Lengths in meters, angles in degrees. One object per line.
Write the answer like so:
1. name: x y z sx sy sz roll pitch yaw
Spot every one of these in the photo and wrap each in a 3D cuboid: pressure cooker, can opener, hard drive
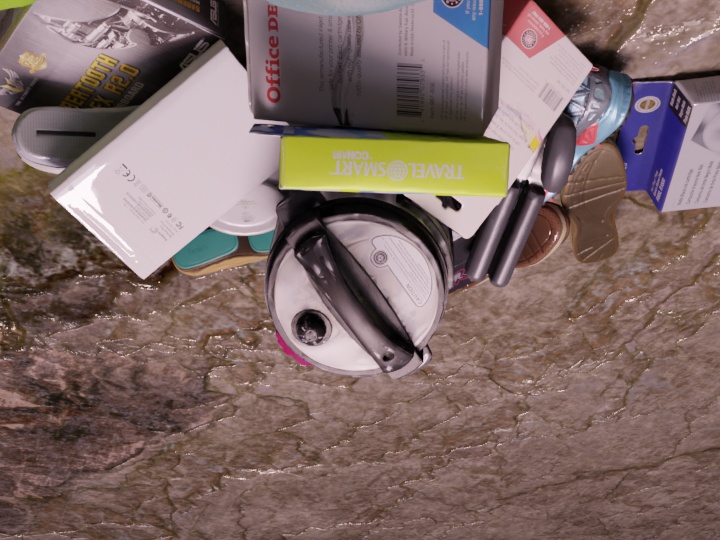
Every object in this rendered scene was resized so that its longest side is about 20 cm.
1. pressure cooker: -0.002 0.002 1.016 0.175 0.200 0.180 13 113 -3
2. can opener: 0.159 -0.065 1.070 0.053 0.067 0.201 14 117 -11
3. hard drive: -0.163 -0.097 0.981 0.200 0.027 0.132 -39 130 3

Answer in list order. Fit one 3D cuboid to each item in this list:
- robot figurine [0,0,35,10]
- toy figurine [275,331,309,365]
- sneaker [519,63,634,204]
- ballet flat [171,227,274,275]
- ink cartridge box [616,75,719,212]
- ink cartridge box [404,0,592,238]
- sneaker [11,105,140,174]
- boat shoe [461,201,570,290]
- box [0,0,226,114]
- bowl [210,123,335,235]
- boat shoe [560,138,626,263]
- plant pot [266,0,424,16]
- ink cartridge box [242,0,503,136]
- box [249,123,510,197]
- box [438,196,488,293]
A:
1. robot figurine: -0.318 -0.251 0.822 0.198 0.116 0.176 -8 148 7
2. toy figurine: -0.030 0.053 1.384 0.199 0.151 0.184 -15 172 -30
3. sneaker: 0.185 -0.145 1.109 0.095 0.080 0.200 21 134 -20
4. ballet flat: -0.126 -0.041 1.257 0.199 0.069 0.063 -12 171 22
5. ink cartridge box: 0.378 -0.134 1.162 0.198 0.041 0.200 -5 149 3
6. ink cartridge box: 0.109 -0.142 0.992 0.116 0.067 0.201 31 95 -43
7. sneaker: -0.226 -0.121 1.017 0.199 0.074 0.071 6 176 -23
8. boat shoe: 0.179 -0.039 1.262 0.075 0.075 0.202 -23 179 -36
9. box: -0.239 -0.201 0.980 0.158 0.049 0.200 19 142 -34
10. bowl: -0.121 -0.100 1.120 0.199 0.091 0.202 -2 148 -1
11. boat shoe: 0.259 -0.089 1.219 0.073 0.063 0.201 -13 143 7
12. plant pot: -0.024 -0.289 0.733 0.199 0.198 0.195 -19 147 38
13. ink cartridge box: 0.012 -0.196 0.878 0.198 0.084 0.146 6 114 14
14. box: 0.011 -0.090 0.870 0.198 0.048 0.122 2 -170 -4
15. box: 0.053 -0.043 1.208 0.199 0.115 0.132 -30 139 33
